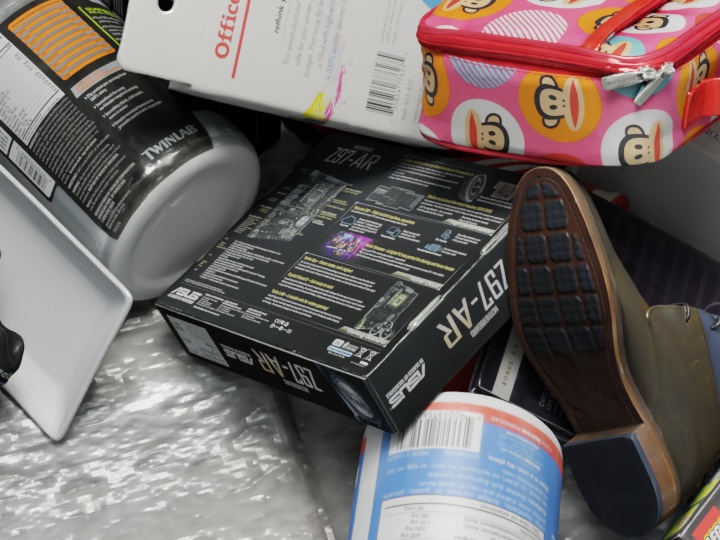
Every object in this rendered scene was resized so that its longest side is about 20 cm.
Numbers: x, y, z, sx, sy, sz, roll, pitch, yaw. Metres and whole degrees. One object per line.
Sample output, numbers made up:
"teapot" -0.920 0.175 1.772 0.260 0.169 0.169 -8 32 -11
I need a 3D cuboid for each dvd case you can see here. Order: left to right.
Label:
"dvd case" 0.168 0.048 1.106 0.199 0.016 0.149 27 60 -12

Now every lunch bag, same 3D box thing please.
"lunch bag" 0.141 -0.117 1.054 0.175 0.082 0.200 12 29 30

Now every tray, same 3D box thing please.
"tray" -0.210 -0.005 1.134 0.200 0.108 0.022 42 28 24

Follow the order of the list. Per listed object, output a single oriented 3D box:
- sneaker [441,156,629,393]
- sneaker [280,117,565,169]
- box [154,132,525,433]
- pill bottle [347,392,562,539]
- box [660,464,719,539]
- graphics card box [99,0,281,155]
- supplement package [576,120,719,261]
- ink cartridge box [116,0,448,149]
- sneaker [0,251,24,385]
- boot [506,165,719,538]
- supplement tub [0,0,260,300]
"sneaker" 0.062 0.007 1.156 0.115 0.079 0.200 27 51 29
"sneaker" 0.052 -0.121 1.227 0.199 0.080 0.096 12 54 5
"box" 0.000 0.000 1.095 0.160 0.044 0.199 -45 35 -23
"pill bottle" 0.043 0.174 1.005 0.111 0.113 0.201 8 56 3
"box" 0.261 0.119 1.079 0.110 0.035 0.200 44 62 3
"graphics card box" -0.131 -0.165 1.220 0.051 0.126 0.200 -36 63 -26
"supplement package" 0.235 -0.112 1.211 0.113 0.110 0.200 32 60 19
"ink cartridge box" -0.036 -0.145 1.099 0.199 0.068 0.116 12 91 -17
"sneaker" -0.249 -0.014 1.117 0.087 0.076 0.201 -29 74 12
"boot" 0.142 0.031 1.040 0.097 0.201 0.074 -25 13 -41
"supplement tub" -0.165 -0.087 1.166 0.122 0.123 0.200 -35 64 -24
